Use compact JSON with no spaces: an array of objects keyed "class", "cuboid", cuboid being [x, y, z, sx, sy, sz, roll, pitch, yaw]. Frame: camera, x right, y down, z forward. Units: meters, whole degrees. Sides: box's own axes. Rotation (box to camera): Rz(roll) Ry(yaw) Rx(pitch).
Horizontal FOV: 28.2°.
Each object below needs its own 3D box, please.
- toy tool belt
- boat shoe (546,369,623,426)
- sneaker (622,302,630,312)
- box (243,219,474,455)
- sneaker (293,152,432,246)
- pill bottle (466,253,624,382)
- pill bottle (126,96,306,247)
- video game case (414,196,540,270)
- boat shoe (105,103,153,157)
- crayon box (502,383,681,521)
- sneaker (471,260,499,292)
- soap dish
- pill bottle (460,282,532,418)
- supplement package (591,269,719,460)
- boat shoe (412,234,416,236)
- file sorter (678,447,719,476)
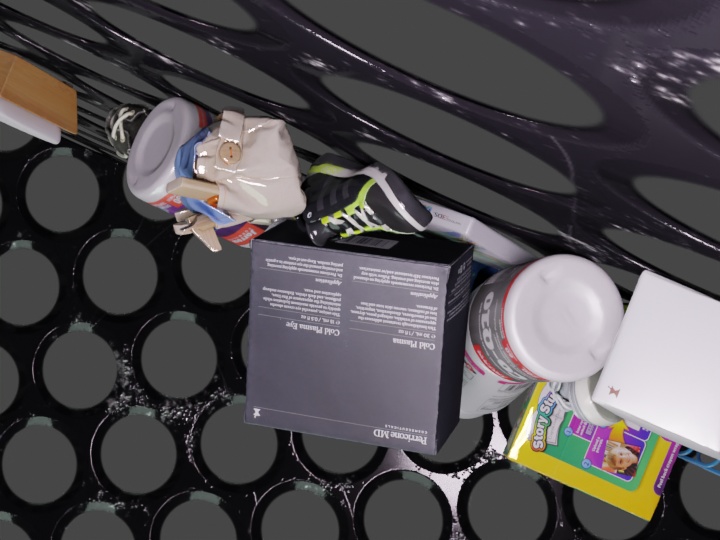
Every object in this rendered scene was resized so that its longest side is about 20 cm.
[{"class":"toy tool belt","cuboid":[-0.134,-0.083,1.328,0.121,0.127,0.200,-16,-179,-17]},{"class":"boat shoe","cuboid":[0.226,0.113,1.431,0.071,0.071,0.201,64,-158,-5]},{"class":"sneaker","cuboid":[0.311,0.092,1.442,0.199,0.085,0.074,26,177,-35]},{"class":"box","cuboid":[-0.003,0.060,1.378,0.197,0.185,0.104,8,-166,16]},{"class":"sneaker","cuboid":[-0.006,-0.049,1.307,0.072,0.083,0.199,45,169,-25]},{"class":"pill bottle","cuboid":[0.166,0.049,1.366,0.113,0.115,0.200,24,171,-7]},{"class":"pill bottle","cuboid":[-0.135,-0.091,1.500,0.199,0.113,0.111,25,177,-35]},{"class":"video game case","cuboid":[0.094,-0.038,1.478,0.181,0.022,0.199,22,176,40]},{"class":"boat shoe","cuboid":[-0.257,-0.155,1.651,0.063,0.071,0.200,26,179,-21]},{"class":"crayon box","cuboid":[0.273,0.145,1.572,0.171,0.202,0.058,23,178,3]},{"class":"sneaker","cuboid":[0.123,0.015,1.655,0.104,0.077,0.200,15,-173,21]},{"class":"soap dish","cuboid":[-0.477,-0.245,1.869,0.198,0.082,0.157,22,177,30]},{"class":"pill bottle","cuboid":[0.139,0.092,1.576,0.112,0.115,0.200,24,156,-3]},{"class":"supplement package","cuboid":[0.285,0.089,1.251,0.116,0.118,0.200,23,178,19]},{"class":"boat shoe","cuboid":[0.012,-0.044,1.671,0.198,0.072,0.063,15,-176,-42]},{"class":"file sorter","cuboid":[0.425,0.175,1.683,0.198,0.124,0.138,26,176,-31]}]
